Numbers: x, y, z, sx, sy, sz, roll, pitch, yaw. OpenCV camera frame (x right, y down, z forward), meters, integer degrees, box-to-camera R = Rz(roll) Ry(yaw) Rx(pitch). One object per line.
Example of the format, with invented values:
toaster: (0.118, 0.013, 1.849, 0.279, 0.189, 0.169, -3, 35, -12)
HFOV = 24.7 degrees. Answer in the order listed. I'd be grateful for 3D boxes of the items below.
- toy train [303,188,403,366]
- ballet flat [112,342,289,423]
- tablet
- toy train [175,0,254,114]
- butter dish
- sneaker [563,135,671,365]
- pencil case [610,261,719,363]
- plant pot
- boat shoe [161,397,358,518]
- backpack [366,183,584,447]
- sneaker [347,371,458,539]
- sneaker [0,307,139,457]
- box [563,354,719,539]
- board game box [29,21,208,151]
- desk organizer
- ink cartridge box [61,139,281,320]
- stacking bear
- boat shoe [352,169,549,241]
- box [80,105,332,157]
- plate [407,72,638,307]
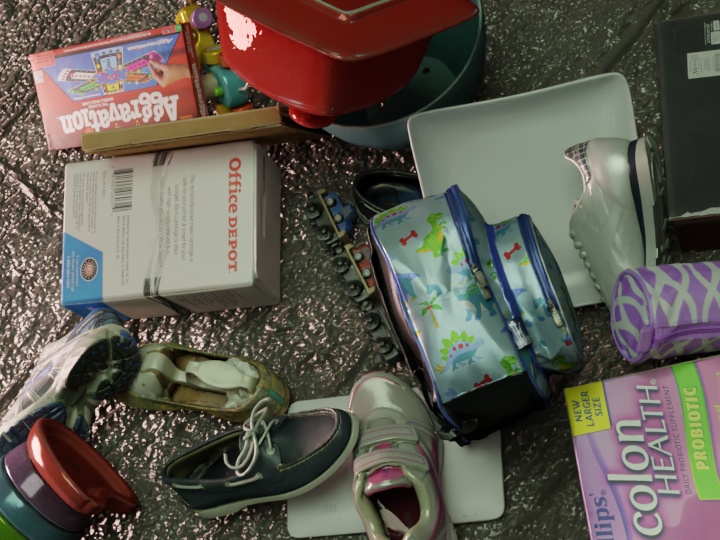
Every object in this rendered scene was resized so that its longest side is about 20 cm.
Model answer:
toy train: (0.000, 0.000, 1.544, 0.046, 0.034, 0.200, -28, 62, 1)
ballet flat: (-0.163, 0.099, 1.536, 0.199, 0.071, 0.071, 9, 70, 22)
tablet: (0.029, 0.168, 1.472, 0.199, 0.014, 0.131, -8, 65, 14)
toy train: (-0.165, -0.240, 1.639, 0.055, 0.150, 0.200, -21, 65, -15)
butter dish: (-0.033, -0.194, 1.433, 0.199, 0.148, 0.200, 30, 37, 26)
sneaker: (0.225, -0.016, 1.429, 0.080, 0.076, 0.201, -3, 96, 19)
pencil case: (0.308, 0.035, 1.360, 0.199, 0.084, 0.086, -4, 35, -12)
plant pot: (0.033, -0.194, 1.561, 0.199, 0.135, 0.201, -7, 65, 16)
boat shoe: (-0.091, 0.161, 1.450, 0.200, 0.062, 0.075, -21, 42, 35)
backpack: (0.099, 0.028, 1.374, 0.147, 0.183, 0.200, -25, 79, 5)
sneaker: (0.032, 0.172, 1.411, 0.081, 0.088, 0.201, -22, 62, 8)
sneaker: (-0.284, 0.115, 1.564, 0.200, 0.077, 0.085, -44, 35, 15)
box: (0.283, 0.170, 1.340, 0.199, 0.097, 0.176, -13, 64, 13)
board game box: (-0.245, -0.183, 1.657, 0.199, 0.019, 0.103, -6, 100, 32)
desk organizer: (0.309, -0.123, 1.472, 0.071, 0.077, 0.201, -6, 65, 15)
ink cartridge box: (-0.180, -0.035, 1.584, 0.199, 0.084, 0.147, -5, 72, 15)
stacking bear: (-0.322, 0.242, 1.504, 0.200, 0.121, 0.114, -45, 74, 6)
boat shoe: (0.083, -0.057, 1.522, 0.199, 0.066, 0.070, 17, 74, 23)
box: (-0.144, -0.130, 1.580, 0.199, 0.163, 0.021, -7, 89, 16)
plate: (0.157, -0.061, 1.470, 0.199, 0.032, 0.200, -12, 95, 4)
